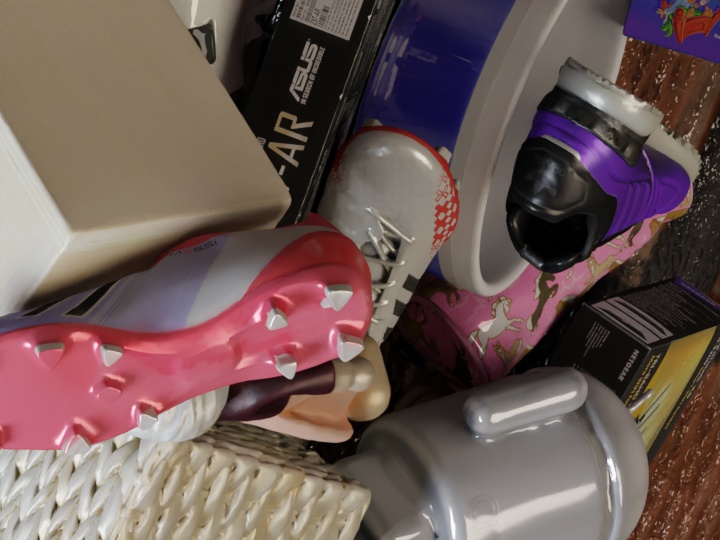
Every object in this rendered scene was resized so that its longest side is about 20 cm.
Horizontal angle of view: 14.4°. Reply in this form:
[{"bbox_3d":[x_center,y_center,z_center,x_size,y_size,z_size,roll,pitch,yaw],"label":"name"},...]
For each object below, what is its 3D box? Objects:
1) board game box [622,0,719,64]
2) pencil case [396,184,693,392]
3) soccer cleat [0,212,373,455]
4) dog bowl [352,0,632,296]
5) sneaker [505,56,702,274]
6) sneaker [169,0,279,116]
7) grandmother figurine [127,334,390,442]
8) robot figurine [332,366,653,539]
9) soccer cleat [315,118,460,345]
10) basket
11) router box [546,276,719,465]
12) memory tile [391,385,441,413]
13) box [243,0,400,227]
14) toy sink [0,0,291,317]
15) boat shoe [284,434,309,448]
[{"bbox_3d":[0.238,-0.151,1.621,0.200,0.134,0.045,-38,145,-68],"label":"board game box"},{"bbox_3d":[0.110,-0.012,1.667,0.200,0.083,0.087,-44,173,-23],"label":"pencil case"},{"bbox_3d":[-0.092,0.025,1.218,0.200,0.076,0.067,-15,124,-7],"label":"soccer cleat"},{"bbox_3d":[0.070,-0.092,1.519,0.200,0.079,0.200,-56,160,-33],"label":"dog bowl"},{"bbox_3d":[0.116,-0.043,1.486,0.100,0.070,0.200,-60,161,0],"label":"sneaker"},{"bbox_3d":[-0.091,-0.126,1.385,0.088,0.074,0.200,11,103,-36],"label":"sneaker"},{"bbox_3d":[-0.052,0.054,1.324,0.200,0.121,0.061,0,76,-65],"label":"grandmother figurine"},{"bbox_3d":[0.076,0.120,1.573,0.200,0.113,0.170,-16,145,-27],"label":"robot figurine"},{"bbox_3d":[0.000,0.000,1.430,0.200,0.069,0.085,113,2,-59],"label":"soccer cleat"},{"bbox_3d":[-0.135,0.145,1.422,0.198,0.161,0.200,21,97,-53],"label":"basket"},{"bbox_3d":[0.136,0.105,1.727,0.200,0.052,0.157,-61,160,19],"label":"router box"},{"bbox_3d":[0.039,0.150,1.709,0.153,0.017,0.200,-63,154,2],"label":"memory tile"},{"bbox_3d":[-0.027,-0.080,1.429,0.160,0.044,0.200,-58,168,-79],"label":"box"},{"bbox_3d":[-0.150,-0.066,1.292,0.130,0.200,0.112,-11,150,-44],"label":"toy sink"},{"bbox_3d":[-0.082,0.149,1.558,0.063,0.073,0.201,23,87,-48],"label":"boat shoe"}]
